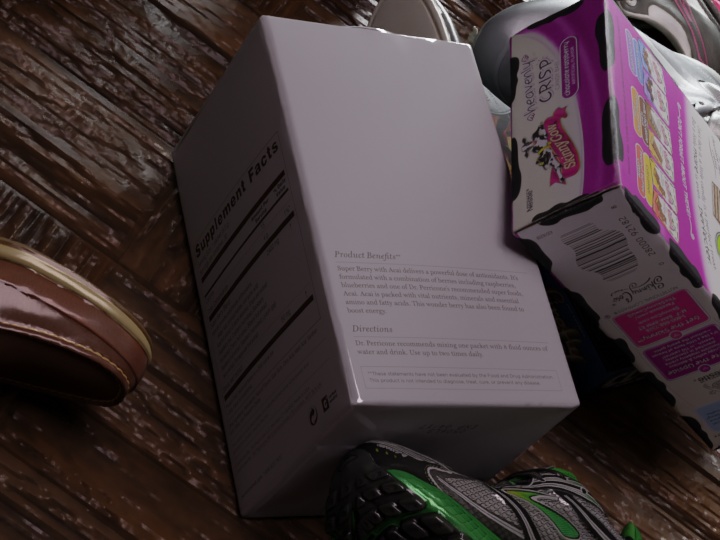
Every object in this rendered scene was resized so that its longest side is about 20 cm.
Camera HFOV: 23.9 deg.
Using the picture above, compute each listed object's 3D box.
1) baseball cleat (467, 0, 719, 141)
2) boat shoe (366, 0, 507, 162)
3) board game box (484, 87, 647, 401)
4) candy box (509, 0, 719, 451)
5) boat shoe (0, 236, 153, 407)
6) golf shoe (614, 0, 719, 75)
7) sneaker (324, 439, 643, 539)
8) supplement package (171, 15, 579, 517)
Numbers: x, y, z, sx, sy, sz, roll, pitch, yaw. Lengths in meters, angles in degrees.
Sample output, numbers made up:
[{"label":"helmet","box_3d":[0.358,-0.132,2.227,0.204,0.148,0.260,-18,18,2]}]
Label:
[{"label":"baseball cleat","box_3d":[0.155,-0.094,0.929,0.199,0.070,0.107,7,28,-36]},{"label":"boat shoe","box_3d":[0.045,-0.059,0.918,0.057,0.067,0.202,24,48,-51]},{"label":"board game box","box_3d":[0.133,-0.033,0.968,0.135,0.035,0.201,-11,66,-38]},{"label":"candy box","box_3d":[0.149,-0.021,0.847,0.200,0.061,0.137,44,35,-35]},{"label":"boat shoe","box_3d":[-0.186,0.020,0.706,0.199,0.072,0.068,21,55,-11]},{"label":"golf shoe","box_3d":[0.164,-0.183,1.058,0.200,0.077,0.088,51,41,7]},{"label":"sneaker","box_3d":[0.059,0.123,0.767,0.199,0.078,0.086,34,48,-37]},{"label":"supplement package","box_3d":[0.000,0.000,0.800,0.120,0.120,0.202,4,58,-30]}]
